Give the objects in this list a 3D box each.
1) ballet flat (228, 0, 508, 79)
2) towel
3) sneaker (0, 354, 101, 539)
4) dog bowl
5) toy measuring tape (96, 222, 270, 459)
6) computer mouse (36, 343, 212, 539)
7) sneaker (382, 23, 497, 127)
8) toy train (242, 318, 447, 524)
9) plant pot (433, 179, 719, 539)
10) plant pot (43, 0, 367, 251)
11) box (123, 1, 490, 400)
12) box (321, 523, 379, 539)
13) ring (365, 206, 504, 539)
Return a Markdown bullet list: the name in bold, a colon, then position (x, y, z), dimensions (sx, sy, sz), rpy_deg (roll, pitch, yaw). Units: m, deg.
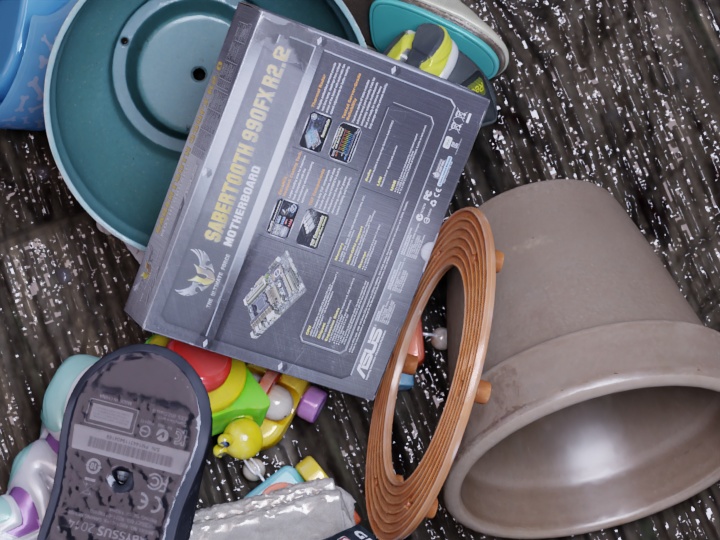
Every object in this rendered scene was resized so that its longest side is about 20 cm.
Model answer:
- **ballet flat**: position (0.008, -0.181, 1.326), dimensions (0.200, 0.069, 0.070), rpy_deg (15, 78, 6)
- **towel**: position (-0.091, 0.206, 1.216), dimensions (0.200, 0.034, 0.133), rpy_deg (-13, 110, -3)
- **sneaker**: position (-0.160, 0.164, 1.241), dimensions (0.140, 0.078, 0.200), rpy_deg (23, 79, 8)
- **dog bowl**: position (-0.213, -0.185, 1.312), dimensions (0.050, 0.111, 0.200), rpy_deg (15, 75, -32)
- **toy measuring tape**: position (-0.129, 0.042, 1.238), dimensions (0.074, 0.074, 0.200), rpy_deg (-36, 69, -6)
- **computer mouse**: position (-0.147, 0.141, 1.165), dimensions (0.138, 0.053, 0.200), rpy_deg (18, 82, 8)
- **sneaker**: position (0.018, -0.059, 1.288), dimensions (0.085, 0.074, 0.200), rpy_deg (32, 98, -28)
- **toy train**: position (-0.016, 0.103, 1.261), dimensions (0.150, 0.056, 0.200), rpy_deg (0, 77, 3)
- **plant pot**: position (0.125, 0.045, 1.216), dimensions (0.200, 0.200, 0.175), rpy_deg (-15, 59, -1)
- **plant pot**: position (-0.100, -0.117, 1.257), dimensions (0.200, 0.134, 0.201), rpy_deg (-2, 105, -9)
- **box**: position (-0.032, -0.039, 1.183), dimensions (0.158, 0.048, 0.200), rpy_deg (18, 96, -23)
- **box**: position (0.003, 0.275, 1.161), dimensions (0.159, 0.046, 0.200), rpy_deg (36, 112, 22)
- **ring**: position (0.044, 0.061, 1.155), dimensions (0.019, 0.200, 0.201), rpy_deg (15, 77, -12)
